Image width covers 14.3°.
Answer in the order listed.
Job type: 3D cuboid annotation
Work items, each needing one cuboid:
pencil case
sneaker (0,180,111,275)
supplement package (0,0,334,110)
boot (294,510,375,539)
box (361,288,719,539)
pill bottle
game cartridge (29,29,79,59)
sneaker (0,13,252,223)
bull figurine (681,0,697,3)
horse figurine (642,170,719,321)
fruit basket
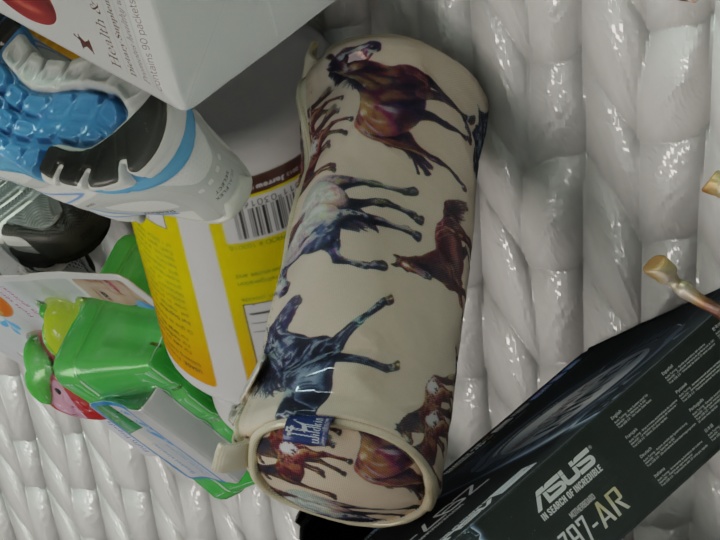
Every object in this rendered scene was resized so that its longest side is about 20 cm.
[{"bbox_3d":[0.000,0.000,1.164,0.089,0.200,0.078,16,149,-12],"label":"pencil case"},{"bbox_3d":[-0.166,-0.015,1.581,0.200,0.075,0.116,29,152,59],"label":"sneaker"},{"bbox_3d":[-0.103,-0.205,1.121,0.200,0.147,0.191,29,146,39],"label":"supplement package"},{"bbox_3d":[0.044,0.196,1.419,0.200,0.077,0.138,41,177,21],"label":"boot"},{"bbox_3d":[0.072,0.089,1.143,0.044,0.200,0.160,53,156,-3],"label":"box"},{"bbox_3d":[-0.047,-0.015,1.319,0.109,0.109,0.200,33,148,36],"label":"pill bottle"},{"bbox_3d":[-0.158,-0.115,1.369,0.176,0.032,0.200,36,173,40],"label":"game cartridge"},{"bbox_3d":[-0.121,-0.055,1.204,0.200,0.075,0.087,24,173,47],"label":"sneaker"},{"bbox_3d":[0.064,-0.166,0.911,0.121,0.065,0.200,-9,135,12],"label":"bull figurine"},{"bbox_3d":[0.184,-0.003,1.002,0.132,0.050,0.200,37,147,4],"label":"horse figurine"},{"bbox_3d":[-0.119,0.057,1.489,0.200,0.094,0.185,-8,141,46],"label":"fruit basket"}]
